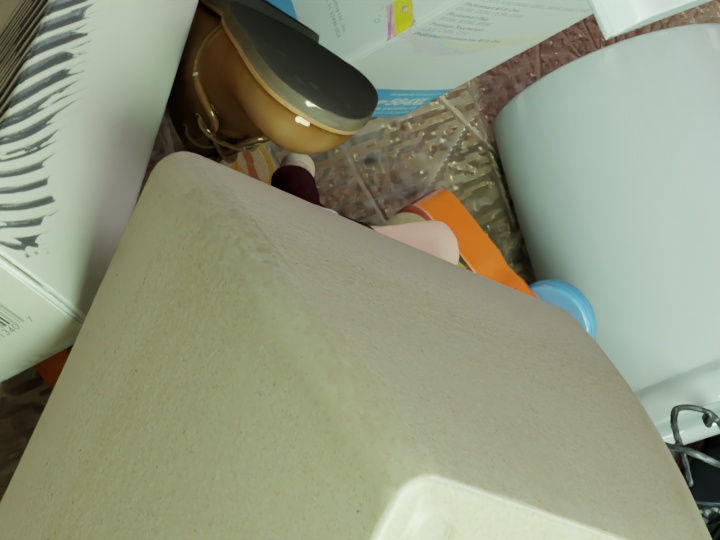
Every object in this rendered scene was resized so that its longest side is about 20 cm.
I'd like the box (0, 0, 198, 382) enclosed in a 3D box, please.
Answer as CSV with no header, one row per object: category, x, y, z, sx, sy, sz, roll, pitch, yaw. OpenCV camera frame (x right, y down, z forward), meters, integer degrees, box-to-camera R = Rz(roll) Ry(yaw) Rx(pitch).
box,-0.128,-0.058,0.720,0.068,0.082,0.201,39,42,-31

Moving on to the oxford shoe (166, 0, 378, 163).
oxford shoe,-0.044,-0.071,0.746,0.071,0.072,0.200,30,7,-19

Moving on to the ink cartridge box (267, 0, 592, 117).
ink cartridge box,0.041,-0.173,0.897,0.125,0.199,0.130,-4,74,-52

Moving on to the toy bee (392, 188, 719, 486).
toy bee,0.073,0.061,0.910,0.130,0.109,0.201,-1,45,-47

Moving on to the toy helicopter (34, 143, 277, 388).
toy helicopter,-0.057,0.002,0.786,0.132,0.079,0.201,41,29,-21

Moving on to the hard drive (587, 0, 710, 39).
hard drive,0.100,-0.207,0.798,0.132,0.026,0.202,-25,91,-55

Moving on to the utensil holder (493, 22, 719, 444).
utensil holder,0.176,-0.014,1.012,0.169,0.169,0.202,-1,69,-52

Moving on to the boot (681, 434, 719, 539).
boot,0.274,0.154,1.055,0.198,0.077,0.168,23,33,17

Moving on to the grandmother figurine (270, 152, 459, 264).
grandmother figurine,0.000,0.000,0.769,0.122,0.061,0.200,49,10,9

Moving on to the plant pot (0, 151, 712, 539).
plant pot,0.004,0.105,0.611,0.198,0.177,0.202,22,98,-31
